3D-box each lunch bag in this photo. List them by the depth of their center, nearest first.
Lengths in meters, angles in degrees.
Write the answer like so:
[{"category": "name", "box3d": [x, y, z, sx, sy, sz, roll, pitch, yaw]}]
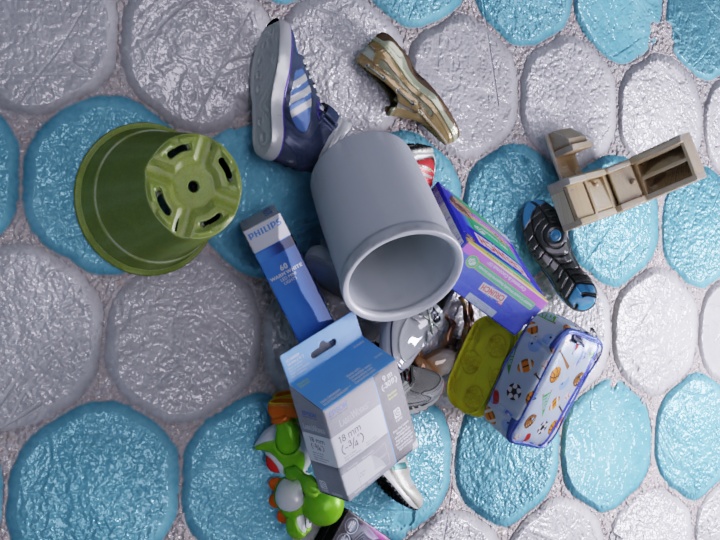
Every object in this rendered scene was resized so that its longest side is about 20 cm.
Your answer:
[{"category": "lunch bag", "box3d": [0.274, 0.161, 1.396, 0.159, 0.075, 0.202, 22, 100, -49]}]

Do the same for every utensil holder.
[{"category": "utensil holder", "box3d": [0.030, -0.064, 1.285, 0.167, 0.171, 0.202, 7, 44, -29]}]

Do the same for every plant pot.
[{"category": "plant pot", "box3d": [-0.237, -0.095, 1.183, 0.197, 0.189, 0.204, 0, 90, -29]}]

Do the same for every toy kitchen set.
[{"category": "toy kitchen set", "box3d": [0.418, -0.183, 1.555, 0.198, 0.179, 0.166, -17, 85, -46]}]

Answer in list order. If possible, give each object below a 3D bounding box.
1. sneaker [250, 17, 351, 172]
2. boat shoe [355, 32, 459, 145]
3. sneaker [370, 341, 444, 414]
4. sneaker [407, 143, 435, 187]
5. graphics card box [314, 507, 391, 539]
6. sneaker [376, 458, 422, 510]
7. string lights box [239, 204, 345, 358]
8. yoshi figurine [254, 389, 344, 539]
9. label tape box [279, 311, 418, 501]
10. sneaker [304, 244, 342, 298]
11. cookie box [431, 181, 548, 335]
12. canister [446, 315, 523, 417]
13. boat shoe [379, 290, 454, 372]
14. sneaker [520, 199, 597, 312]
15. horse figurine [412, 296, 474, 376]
[{"category": "sneaker", "box3d": [-0.077, -0.241, 1.350, 0.145, 0.080, 0.204, 7, 82, -38]}, {"category": "boat shoe", "box3d": [0.067, -0.259, 1.443, 0.076, 0.072, 0.200, -44, 103, -8]}, {"category": "sneaker", "box3d": [0.029, 0.150, 1.357, 0.196, 0.083, 0.079, 9, 39, -13]}, {"category": "sneaker", "box3d": [0.032, -0.133, 1.411, 0.197, 0.077, 0.087, -15, 106, -27]}, {"category": "graphics card box", "box3d": [0.010, 0.449, 1.397, 0.199, 0.051, 0.127, 41, 70, -22]}, {"category": "sneaker", "box3d": [0.048, 0.264, 1.410, 0.093, 0.070, 0.201, -43, 106, -18]}, {"category": "string lights box", "box3d": [-0.094, 0.016, 1.308, 0.058, 0.103, 0.203, -27, 103, -4]}, {"category": "yoshi figurine", "box3d": [-0.071, 0.271, 1.323, 0.111, 0.111, 0.204, -11, 97, -36]}, {"category": "label tape box", "box3d": [-0.012, 0.176, 1.256, 0.143, 0.063, 0.203, -30, 113, -38]}, {"category": "sneaker", "box3d": [0.000, 0.000, 1.393, 0.199, 0.073, 0.083, 34, 58, -35]}, {"category": "cookie box", "box3d": [0.171, -0.021, 1.412, 0.170, 0.201, 0.075, 35, 109, -25]}, {"category": "canister", "box3d": [0.243, 0.163, 1.485, 0.198, 0.086, 0.151, 18, 99, -43]}, {"category": "boat shoe", "box3d": [0.085, 0.063, 1.354, 0.074, 0.066, 0.201, 56, 38, -28]}, {"category": "sneaker", "box3d": [0.321, -0.020, 1.583, 0.072, 0.082, 0.203, -25, 84, 0]}, {"category": "horse figurine", "box3d": [0.121, 0.121, 1.464, 0.198, 0.050, 0.135, -28, 114, -33]}]
